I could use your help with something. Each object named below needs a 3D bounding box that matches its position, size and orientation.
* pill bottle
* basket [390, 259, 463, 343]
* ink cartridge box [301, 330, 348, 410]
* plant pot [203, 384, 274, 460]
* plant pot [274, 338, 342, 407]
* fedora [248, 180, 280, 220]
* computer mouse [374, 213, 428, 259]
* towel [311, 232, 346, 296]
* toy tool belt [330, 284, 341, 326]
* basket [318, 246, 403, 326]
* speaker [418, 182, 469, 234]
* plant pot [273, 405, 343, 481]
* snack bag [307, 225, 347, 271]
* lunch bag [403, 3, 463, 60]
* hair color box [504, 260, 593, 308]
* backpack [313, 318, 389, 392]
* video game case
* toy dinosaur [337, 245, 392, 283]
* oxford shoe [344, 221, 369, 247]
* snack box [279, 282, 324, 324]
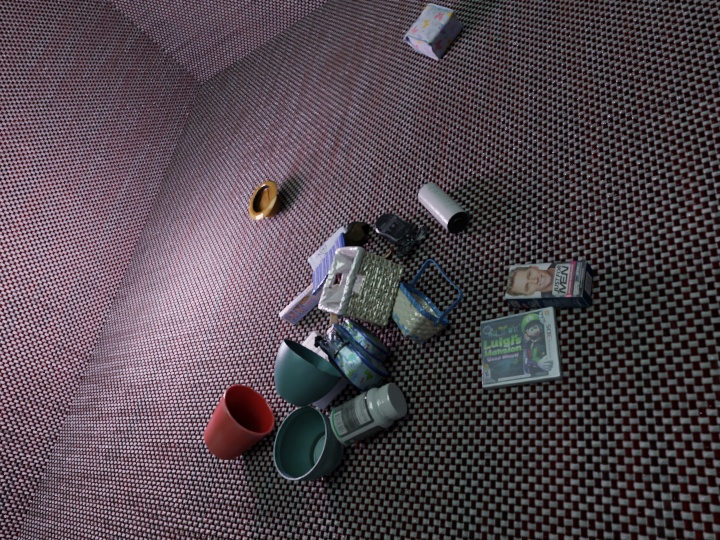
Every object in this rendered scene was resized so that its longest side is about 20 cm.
[{"bbox_3d":[0.023,0.395,1.474,0.199,0.113,0.114,-31,45,23],"label":"pill bottle"},{"bbox_3d":[0.182,0.088,1.512,0.201,0.138,0.177,-54,40,19],"label":"basket"},{"bbox_3d":[-0.132,0.313,1.697,0.146,0.084,0.200,-48,42,4],"label":"ink cartridge box"},{"bbox_3d":[-0.410,0.510,1.759,0.178,0.199,0.201,-49,40,19],"label":"plant pot"},{"bbox_3d":[-0.170,0.307,1.531,0.199,0.199,0.136,31,89,49],"label":"plant pot"},{"bbox_3d":[-0.416,-0.304,2.396,0.199,0.082,0.203,-20,56,32],"label":"fedora"},{"bbox_3d":[0.125,-0.121,1.785,0.139,0.053,0.200,-46,49,-6],"label":"computer mouse"},{"bbox_3d":[-0.109,-0.025,1.805,0.201,0.024,0.145,-51,24,24],"label":"towel"},{"bbox_3d":[-0.018,0.102,1.726,0.198,0.125,0.124,-18,69,13],"label":"toy tool belt"},{"bbox_3d":[-0.002,0.048,1.570,0.200,0.159,0.201,4,76,67],"label":"basket"},{"bbox_3d":[0.261,-0.199,1.687,0.081,0.081,0.201,-44,42,10],"label":"speaker"},{"bbox_3d":[-0.131,0.505,1.526,0.199,0.134,0.202,-23,49,30],"label":"plant pot"},{"bbox_3d":[-0.101,-0.047,1.968,0.200,0.021,0.189,-42,41,12],"label":"snack bag"},{"bbox_3d":[0.288,-0.973,2.166,0.170,0.127,0.200,-52,50,5],"label":"lunch bag"},{"bbox_3d":[0.471,0.037,1.341,0.198,0.060,0.101,-5,59,42],"label":"hair color box"},{"bbox_3d":[-0.005,0.246,1.552,0.147,0.183,0.200,-45,52,4],"label":"backpack"},{"bbox_3d":[0.394,0.194,1.333,0.198,0.023,0.184,-18,52,34],"label":"video game case"},{"bbox_3d":[0.000,0.000,1.828,0.199,0.106,0.181,-32,21,-28],"label":"toy dinosaur"},{"bbox_3d":[-0.017,-0.104,1.866,0.083,0.073,0.201,-1,46,26],"label":"oxford shoe"},{"bbox_3d":[-0.195,0.112,1.906,0.200,0.072,0.024,-42,44,13],"label":"snack box"}]
